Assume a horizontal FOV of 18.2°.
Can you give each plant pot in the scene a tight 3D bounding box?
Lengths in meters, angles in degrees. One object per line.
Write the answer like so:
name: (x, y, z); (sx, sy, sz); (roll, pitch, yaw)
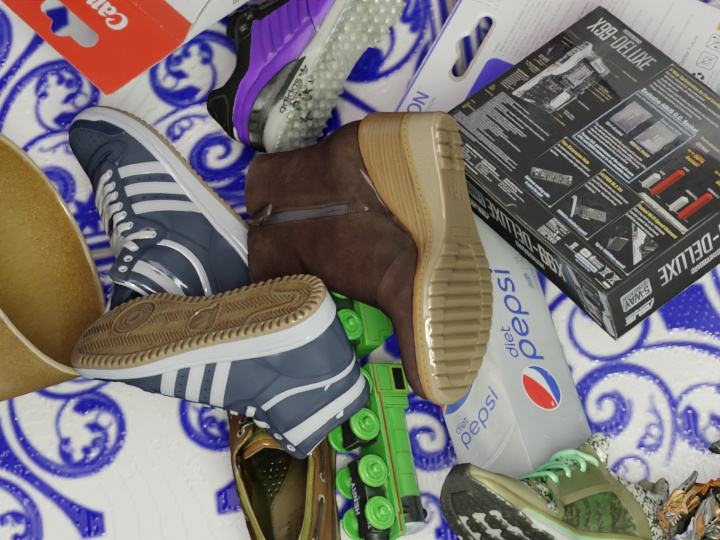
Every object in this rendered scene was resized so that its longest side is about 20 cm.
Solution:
plant pot: (-0.307, 0.028, 1.538); (0.200, 0.186, 0.187); (-27, 64, 16)

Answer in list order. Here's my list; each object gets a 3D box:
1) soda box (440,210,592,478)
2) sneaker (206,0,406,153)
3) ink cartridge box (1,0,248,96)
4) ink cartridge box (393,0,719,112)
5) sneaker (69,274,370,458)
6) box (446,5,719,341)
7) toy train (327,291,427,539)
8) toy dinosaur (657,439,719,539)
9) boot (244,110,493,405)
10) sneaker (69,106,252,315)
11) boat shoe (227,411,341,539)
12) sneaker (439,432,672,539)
soda box: (0.089, 0.059, 1.477); (0.063, 0.068, 0.200); (-41, 57, 41)
sneaker: (-0.044, -0.177, 1.618); (0.099, 0.070, 0.200); (24, 73, 27)
ink cartridge box: (-0.154, -0.235, 1.645); (0.200, 0.057, 0.163); (-34, 56, -23)
ink cartridge box: (0.143, -0.123, 1.564); (0.200, 0.043, 0.198); (26, 76, 19)
sneaker: (-0.088, 0.069, 1.458); (0.200, 0.109, 0.070); (-9, 38, 30)
box: (0.159, -0.068, 1.453); (0.158, 0.050, 0.200); (-36, 51, -13)
toy train: (0.006, 0.089, 1.503); (0.056, 0.042, 0.200); (3, 67, -33)
toy dinosaur: (0.290, 0.143, 1.392); (0.200, 0.102, 0.136); (-27, 57, 3)
boot: (0.000, 0.000, 1.468); (0.166, 0.072, 0.200); (-14, 72, 38)
sneaker: (-0.160, -0.028, 1.558); (0.108, 0.070, 0.200); (-35, 65, -30)
boat shoe: (-0.051, 0.118, 1.496); (0.072, 0.068, 0.200); (-19, 64, 6)
sneaker: (0.125, 0.139, 1.386); (0.077, 0.200, 0.089); (-13, 61, 43)
